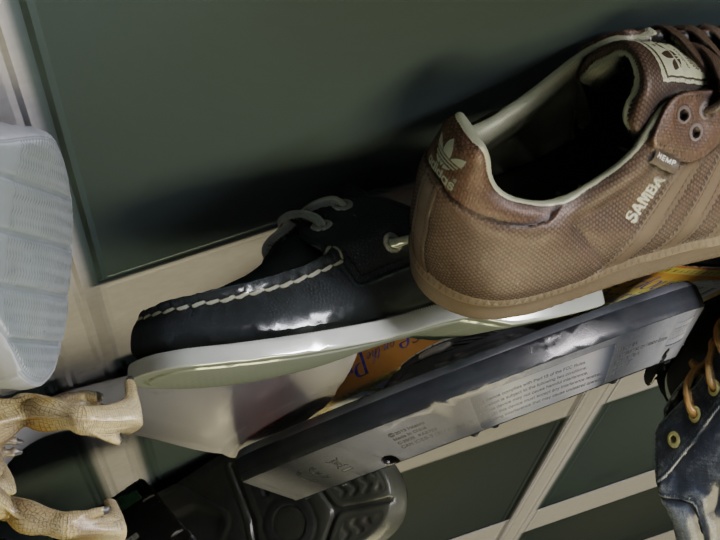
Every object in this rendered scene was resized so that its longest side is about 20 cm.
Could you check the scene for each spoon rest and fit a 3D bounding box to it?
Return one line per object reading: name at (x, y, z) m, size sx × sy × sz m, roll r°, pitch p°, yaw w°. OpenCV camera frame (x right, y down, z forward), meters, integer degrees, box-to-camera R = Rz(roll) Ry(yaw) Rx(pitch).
spoon rest at (-0.086, 0.063, 0.960) m, size 0.199 × 0.061 × 0.099 m, roll -31°, pitch 169°, yaw -12°

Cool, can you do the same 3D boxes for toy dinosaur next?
toy dinosaur at (-0.121, 0.060, 0.716) m, size 0.101 × 0.059 × 0.200 m, roll 2°, pitch -179°, yaw -17°

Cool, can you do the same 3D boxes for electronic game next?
electronic game at (0.044, 0.046, 0.931) m, size 0.199 × 0.042 × 0.200 m, roll -20°, pitch 176°, yaw -2°

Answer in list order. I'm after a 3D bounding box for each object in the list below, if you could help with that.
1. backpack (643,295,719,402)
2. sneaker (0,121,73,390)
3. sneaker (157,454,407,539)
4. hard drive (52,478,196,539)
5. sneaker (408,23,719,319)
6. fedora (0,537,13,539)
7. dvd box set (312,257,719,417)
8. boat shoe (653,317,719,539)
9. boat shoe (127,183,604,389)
backpack at (0.251, 0.090, 1.125) m, size 0.150 × 0.201 × 0.178 m, roll -21°, pitch -167°, yaw 26°
sneaker at (-0.126, -0.012, 0.608) m, size 0.070 × 0.073 × 0.200 m, roll 5°, pitch 170°, yaw 9°
sneaker at (-0.046, 0.132, 1.209) m, size 0.199 × 0.077 × 0.114 m, roll -25°, pitch 167°, yaw 30°
hard drive at (-0.128, 0.152, 0.968) m, size 0.139 × 0.038 × 0.200 m, roll -34°, pitch -171°, yaw -9°
sneaker at (0.108, -0.047, 0.760) m, size 0.199 × 0.071 × 0.076 m, roll -25°, pitch 147°, yaw -19°
fedora at (-0.210, 0.189, 1.157) m, size 0.176 × 0.091 × 0.200 m, roll -16°, pitch 172°, yaw -10°
dvd box set at (0.068, 0.025, 1.042) m, size 0.199 × 0.030 × 0.146 m, roll -28°, pitch 163°, yaw 32°
boat shoe at (0.167, 0.046, 0.997) m, size 0.090 × 0.201 × 0.071 m, roll -5°, pitch -159°, yaw 19°
boat shoe at (0.000, 0.000, 0.805) m, size 0.199 × 0.061 × 0.075 m, roll -10°, pitch 177°, yaw -43°
